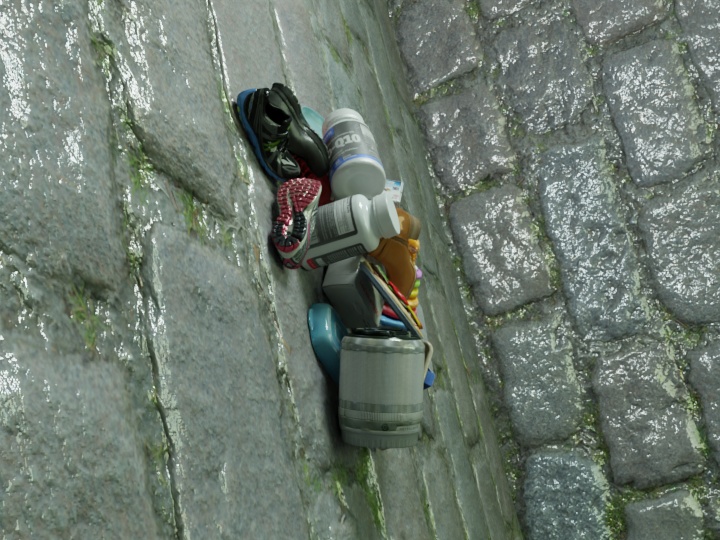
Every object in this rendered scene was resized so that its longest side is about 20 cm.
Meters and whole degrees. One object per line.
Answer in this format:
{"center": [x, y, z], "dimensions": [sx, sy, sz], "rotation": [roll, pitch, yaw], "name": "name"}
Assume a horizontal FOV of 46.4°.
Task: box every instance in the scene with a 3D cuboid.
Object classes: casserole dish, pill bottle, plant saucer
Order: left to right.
{"center": [-0.071, -0.290, 1.910], "dimensions": [0.200, 0.027, 0.201], "rotation": [44, 17, -17], "name": "plant saucer"}
{"center": [-0.046, 0.145, 1.620], "dimensions": [0.123, 0.038, 0.202], "rotation": [-92, 162, -44], "name": "casserole dish"}
{"center": [-0.028, -0.080, 1.609], "dimensions": [0.111, 0.196, 0.113], "rotation": [-16, 90, -77], "name": "pill bottle"}
{"center": [-0.020, -0.234, 1.708], "dimensions": [0.202, 0.112, 0.115], "rotation": [-105, 169, -46], "name": "pill bottle"}

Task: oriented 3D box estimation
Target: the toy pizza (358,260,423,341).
{"center": [0.067, 0.056, 1.640], "dimensions": [0.201, 0.032, 0.200], "rotation": [52, -1, 1], "name": "toy pizza"}

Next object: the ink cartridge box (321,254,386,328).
{"center": [0.000, 0.000, 1.778], "dimensions": [0.148, 0.081, 0.203], "rotation": [60, 35, -43], "name": "ink cartridge box"}

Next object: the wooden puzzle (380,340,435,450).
{"center": [0.098, 0.261, 1.711], "dimensions": [0.185, 0.045, 0.204], "rotation": [135, -28, -66], "name": "wooden puzzle"}

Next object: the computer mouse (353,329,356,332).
{"center": [0.002, 0.108, 1.843], "dimensions": [0.110, 0.043, 0.204], "rotation": [50, 28, -58], "name": "computer mouse"}

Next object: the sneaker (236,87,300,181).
{"center": [-0.156, -0.245, 1.534], "dimensions": [0.072, 0.081, 0.202], "rotation": [-91, 160, -49], "name": "sneaker"}

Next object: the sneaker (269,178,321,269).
{"center": [-0.119, -0.093, 1.534], "dimensions": [0.076, 0.079, 0.203], "rotation": [82, 17, -46], "name": "sneaker"}

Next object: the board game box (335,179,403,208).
{"center": [-0.008, -0.173, 1.821], "dimensions": [0.127, 0.195, 0.035], "rotation": [-73, 172, -65], "name": "board game box"}

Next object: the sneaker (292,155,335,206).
{"center": [-0.118, -0.218, 1.716], "dimensions": [0.115, 0.077, 0.203], "rotation": [41, 23, -51], "name": "sneaker"}

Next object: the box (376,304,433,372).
{"center": [0.095, 0.149, 2.039], "dimensions": [0.184, 0.103, 0.204], "rotation": [55, 23, -55], "name": "box"}

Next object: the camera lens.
{"center": [0.038, 0.212, 1.543], "dimensions": [0.160, 0.156, 0.205], "rotation": [11, 81, -75], "name": "camera lens"}

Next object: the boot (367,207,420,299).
{"center": [0.050, -0.030, 1.728], "dimensions": [0.153, 0.073, 0.205], "rotation": [10, 87, -51], "name": "boot"}

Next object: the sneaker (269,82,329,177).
{"center": [-0.135, -0.257, 1.625], "dimensions": [0.202, 0.091, 0.075], "rotation": [55, -24, -20], "name": "sneaker"}

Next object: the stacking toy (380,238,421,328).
{"center": [0.095, 0.021, 1.875], "dimensions": [0.116, 0.107, 0.204], "rotation": [-131, -126, -63], "name": "stacking toy"}
